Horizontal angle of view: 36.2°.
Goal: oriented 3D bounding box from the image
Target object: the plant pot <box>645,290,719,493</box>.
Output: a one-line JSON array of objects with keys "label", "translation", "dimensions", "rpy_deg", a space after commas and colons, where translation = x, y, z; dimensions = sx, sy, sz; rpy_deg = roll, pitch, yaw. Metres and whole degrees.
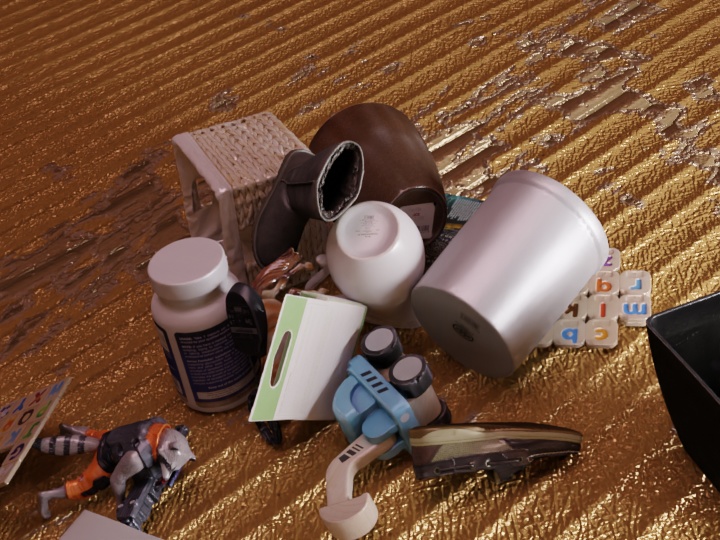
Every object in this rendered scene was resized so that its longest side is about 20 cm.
[{"label": "plant pot", "translation": [0.428, 0.142, 1.132], "dimensions": [0.198, 0.179, 0.200], "rpy_deg": [-19, 37, -10]}]

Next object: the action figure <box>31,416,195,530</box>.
[{"label": "action figure", "translation": [-0.282, 0.228, 1.255], "dimensions": [0.191, 0.105, 0.201], "rpy_deg": [-13, 31, 16]}]

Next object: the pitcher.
[{"label": "pitcher", "translation": [0.000, 0.000, 1.387], "dimensions": [0.169, 0.200, 0.123], "rpy_deg": [-5, 63, 8]}]

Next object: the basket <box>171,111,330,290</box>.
[{"label": "basket", "translation": [-0.153, -0.091, 1.559], "dimensions": [0.159, 0.200, 0.200], "rpy_deg": [-21, 37, -20]}]

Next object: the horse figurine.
[{"label": "horse figurine", "translation": [-0.089, 0.074, 1.347], "dimensions": [0.132, 0.202, 0.050], "rpy_deg": [-26, 21, -26]}]

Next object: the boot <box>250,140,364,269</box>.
[{"label": "boot", "translation": [-0.064, -0.073, 1.358], "dimensions": [0.072, 0.184, 0.200], "rpy_deg": [12, 4, -26]}]

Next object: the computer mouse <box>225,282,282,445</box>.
[{"label": "computer mouse", "translation": [-0.117, 0.109, 1.301], "dimensions": [0.058, 0.202, 0.034], "rpy_deg": [4, 20, 45]}]

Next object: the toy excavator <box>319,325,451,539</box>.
[{"label": "toy excavator", "translation": [0.011, 0.190, 1.256], "dimensions": [0.199, 0.100, 0.194], "rpy_deg": [-36, 40, -11]}]

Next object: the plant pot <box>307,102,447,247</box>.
[{"label": "plant pot", "translation": [0.039, -0.109, 1.514], "dimensions": [0.185, 0.189, 0.200], "rpy_deg": [-20, 32, -12]}]

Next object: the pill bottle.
[{"label": "pill bottle", "translation": [-0.192, 0.067, 1.357], "dimensions": [0.114, 0.202, 0.116], "rpy_deg": [-6, 37, 5]}]

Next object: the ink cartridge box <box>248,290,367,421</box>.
[{"label": "ink cartridge box", "translation": [-0.070, 0.098, 1.258], "dimensions": [0.048, 0.147, 0.199], "rpy_deg": [17, 2, 29]}]

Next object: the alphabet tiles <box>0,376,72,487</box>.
[{"label": "alphabet tiles", "translation": [-0.445, 0.213, 1.315], "dimensions": [0.199, 0.008, 0.168], "rpy_deg": [-23, 29, 31]}]

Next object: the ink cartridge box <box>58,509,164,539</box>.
[{"label": "ink cartridge box", "translation": [-0.250, 0.361, 1.040], "dimensions": [0.143, 0.146, 0.200], "rpy_deg": [13, 42, 28]}]

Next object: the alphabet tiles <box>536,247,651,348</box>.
[{"label": "alphabet tiles", "translation": [0.277, 0.035, 1.439], "dimensions": [0.198, 0.015, 0.197], "rpy_deg": [0, 38, 14]}]

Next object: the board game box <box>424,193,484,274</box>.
[{"label": "board game box", "translation": [0.124, -0.037, 1.556], "dimensions": [0.134, 0.028, 0.200], "rpy_deg": [13, 43, 27]}]

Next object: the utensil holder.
[{"label": "utensil holder", "translation": [0.180, 0.007, 1.352], "dimensions": [0.169, 0.171, 0.200], "rpy_deg": [24, 63, 37]}]

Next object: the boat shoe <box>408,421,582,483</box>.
[{"label": "boat shoe", "translation": [0.149, 0.202, 1.218], "dimensions": [0.197, 0.066, 0.073], "rpy_deg": [1, -3, -9]}]
